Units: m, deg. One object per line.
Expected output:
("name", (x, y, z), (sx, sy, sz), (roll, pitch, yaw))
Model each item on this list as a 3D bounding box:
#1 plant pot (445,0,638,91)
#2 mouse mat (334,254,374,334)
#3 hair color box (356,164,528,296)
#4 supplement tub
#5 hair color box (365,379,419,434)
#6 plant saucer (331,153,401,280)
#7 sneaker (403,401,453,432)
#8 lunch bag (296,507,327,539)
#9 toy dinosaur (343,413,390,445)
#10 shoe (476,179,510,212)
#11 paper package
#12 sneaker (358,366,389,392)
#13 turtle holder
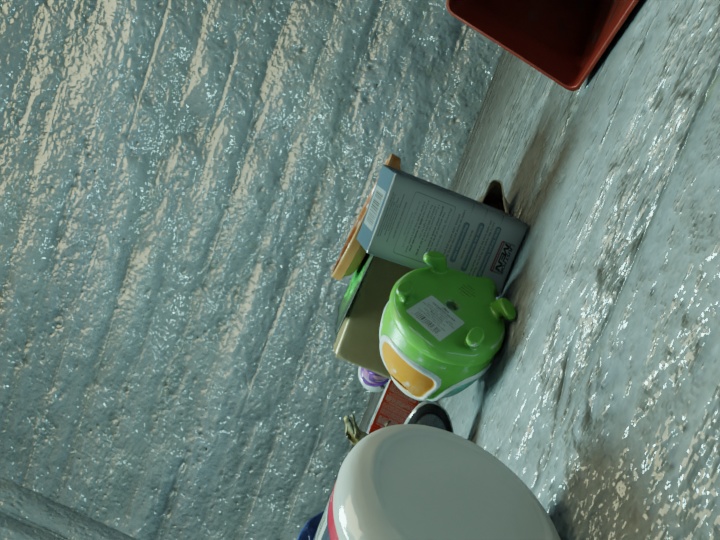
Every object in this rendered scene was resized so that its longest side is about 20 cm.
("plant pot", (0.241, -0.377, 0.676), (0.178, 0.197, 0.201), (-53, -7, -19))
("mouse mat", (0.000, 0.000, 0.868), (0.200, 0.007, 0.165), (-90, 24, -83))
("hair color box", (0.103, -0.049, 0.748), (0.102, 0.194, 0.061), (-68, 20, 13))
("supplement tub", (0.023, 0.214, 0.357), (0.141, 0.136, 0.205), (-62, -7, -68))
("hair color box", (0.039, 0.258, 0.926), (0.200, 0.062, 0.114), (-45, -22, -69))
("plant saucer", (0.013, -0.076, 0.891), (0.205, 0.032, 0.200), (-63, 3, 7))
("sneaker", (0.068, 0.217, 0.581), (0.115, 0.073, 0.205), (109, 177, -59))
("lunch bag", (-0.017, 0.372, 0.655), (0.206, 0.129, 0.136), (-70, -18, -2))
("toy dinosaur", (0.047, 0.274, 0.778), (0.099, 0.203, 0.059), (-29, -29, 0))
("shoe", (0.183, -0.063, 0.883), (0.054, 0.068, 0.203), (98, -168, -45))
("paper package", (0.075, 0.063, 0.919), (0.104, 0.185, 0.206), (-87, 19, -81))
("sneaker", (0.074, 0.137, 1.084), (0.199, 0.081, 0.089), (-42, -21, -7))
("turtle holder", (0.093, 0.065, 0.693), (0.187, 0.137, 0.135), (-67, -3, -54))
